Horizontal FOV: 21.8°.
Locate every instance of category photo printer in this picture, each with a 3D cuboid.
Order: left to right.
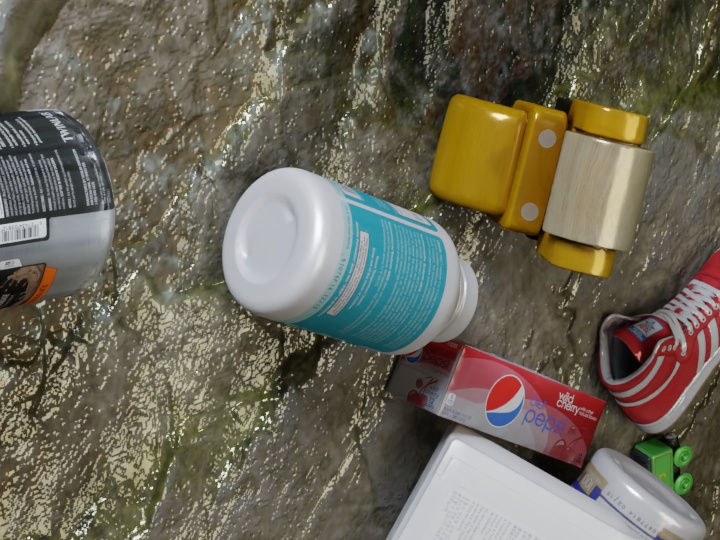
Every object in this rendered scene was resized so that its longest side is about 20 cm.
[{"bbox_3d":[0.123,0.244,1.551,0.199,0.069,0.167,29,94,-1],"label":"photo printer"}]

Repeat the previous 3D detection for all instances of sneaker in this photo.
[{"bbox_3d":[0.291,0.043,1.713,0.112,0.071,0.201,40,79,-46],"label":"sneaker"}]

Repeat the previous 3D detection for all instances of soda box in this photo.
[{"bbox_3d":[0.118,0.107,1.580,0.199,0.070,0.064,23,89,-44],"label":"soda box"}]

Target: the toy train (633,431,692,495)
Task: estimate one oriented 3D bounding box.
[{"bbox_3d":[0.292,0.250,1.809,0.056,0.042,0.202,-18,116,-26],"label":"toy train"}]

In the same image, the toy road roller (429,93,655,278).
[{"bbox_3d":[0.135,-0.077,1.460,0.145,0.200,0.124,12,97,-7],"label":"toy road roller"}]

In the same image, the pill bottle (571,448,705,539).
[{"bbox_3d":[0.200,0.270,1.653,0.119,0.120,0.201,28,101,-43],"label":"pill bottle"}]

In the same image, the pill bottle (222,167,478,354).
[{"bbox_3d":[0.000,0.000,1.409,0.199,0.110,0.112,19,92,-43],"label":"pill bottle"}]

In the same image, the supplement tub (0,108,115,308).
[{"bbox_3d":[-0.262,-0.031,1.155,0.199,0.122,0.124,-11,112,-38],"label":"supplement tub"}]
